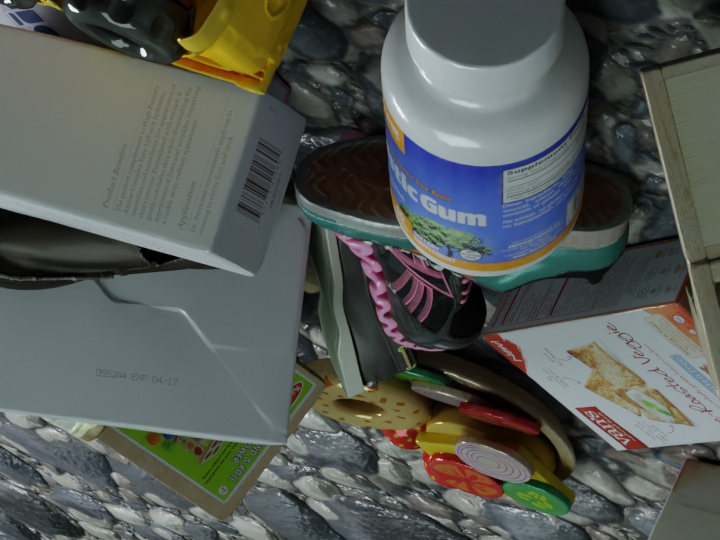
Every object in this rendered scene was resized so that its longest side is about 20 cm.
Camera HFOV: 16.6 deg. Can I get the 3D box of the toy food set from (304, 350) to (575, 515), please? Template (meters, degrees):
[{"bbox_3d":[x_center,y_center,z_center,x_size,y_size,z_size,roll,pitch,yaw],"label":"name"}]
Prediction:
[{"bbox_3d":[0.065,0.113,1.806,0.197,0.049,0.200,3,150,43],"label":"toy food set"}]

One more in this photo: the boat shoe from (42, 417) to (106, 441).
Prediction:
[{"bbox_3d":[-0.175,0.012,1.681,0.066,0.202,0.074,22,164,-16],"label":"boat shoe"}]

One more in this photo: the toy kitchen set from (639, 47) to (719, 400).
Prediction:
[{"bbox_3d":[0.244,-0.042,1.304,0.162,0.182,0.200,-14,-174,6],"label":"toy kitchen set"}]

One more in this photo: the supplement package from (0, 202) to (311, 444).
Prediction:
[{"bbox_3d":[-0.144,0.024,1.598,0.198,0.157,0.111,8,175,-12],"label":"supplement package"}]

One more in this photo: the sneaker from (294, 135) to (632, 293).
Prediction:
[{"bbox_3d":[0.058,-0.024,1.458,0.198,0.072,0.080,8,141,4],"label":"sneaker"}]

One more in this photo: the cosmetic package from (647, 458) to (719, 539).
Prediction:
[{"bbox_3d":[0.307,0.208,1.697,0.199,0.088,0.104,14,152,32],"label":"cosmetic package"}]

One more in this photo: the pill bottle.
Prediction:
[{"bbox_3d":[0.067,-0.089,1.325,0.111,0.113,0.200,22,156,15],"label":"pill bottle"}]

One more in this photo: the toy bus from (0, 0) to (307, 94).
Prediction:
[{"bbox_3d":[-0.115,-0.177,1.354,0.199,0.137,0.192,20,172,22],"label":"toy bus"}]

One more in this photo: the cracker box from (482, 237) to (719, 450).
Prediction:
[{"bbox_3d":[0.187,0.049,1.542,0.134,0.058,0.199,39,155,-22],"label":"cracker box"}]

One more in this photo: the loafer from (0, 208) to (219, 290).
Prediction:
[{"bbox_3d":[-0.152,-0.032,1.506,0.198,0.074,0.071,-6,177,-13],"label":"loafer"}]

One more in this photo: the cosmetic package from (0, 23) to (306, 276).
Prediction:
[{"bbox_3d":[-0.143,-0.072,1.426,0.199,0.102,0.074,16,174,24],"label":"cosmetic package"}]

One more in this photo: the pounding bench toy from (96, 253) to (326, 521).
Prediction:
[{"bbox_3d":[-0.099,0.044,1.785,0.124,0.201,0.156,35,-172,-18],"label":"pounding bench toy"}]

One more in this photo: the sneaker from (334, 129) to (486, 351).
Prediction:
[{"bbox_3d":[0.050,-0.012,1.565,0.095,0.080,0.200,1,147,27],"label":"sneaker"}]

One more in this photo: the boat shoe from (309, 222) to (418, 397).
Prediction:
[{"bbox_3d":[0.000,0.000,1.649,0.202,0.060,0.072,81,169,-47],"label":"boat shoe"}]

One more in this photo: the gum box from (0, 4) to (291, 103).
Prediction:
[{"bbox_3d":[-0.152,-0.142,1.515,0.113,0.066,0.200,-2,142,48],"label":"gum box"}]
